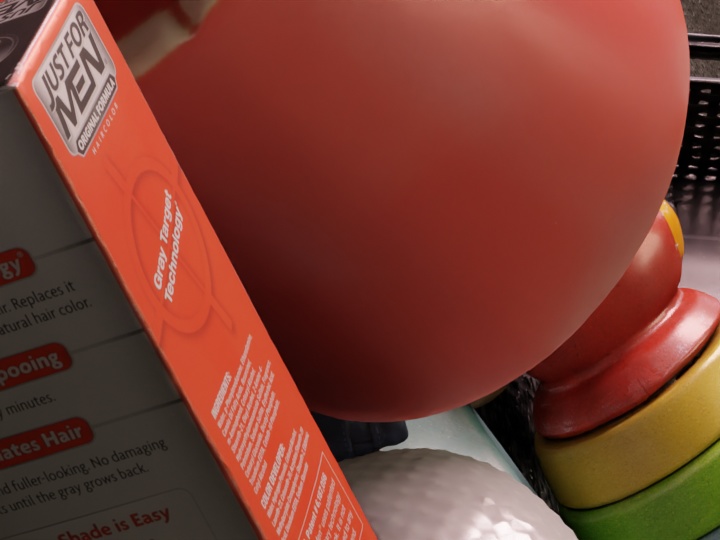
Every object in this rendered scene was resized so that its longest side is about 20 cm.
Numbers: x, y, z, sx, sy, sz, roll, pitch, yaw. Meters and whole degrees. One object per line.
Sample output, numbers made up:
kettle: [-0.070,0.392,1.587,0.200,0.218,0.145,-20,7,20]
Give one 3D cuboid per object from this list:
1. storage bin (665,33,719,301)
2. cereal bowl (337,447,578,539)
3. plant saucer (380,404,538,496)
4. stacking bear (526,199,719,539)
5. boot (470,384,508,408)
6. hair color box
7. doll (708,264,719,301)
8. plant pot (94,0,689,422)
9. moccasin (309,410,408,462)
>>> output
storage bin: [0.153,0.000,1.064,0.094,0.134,0.201,91,4,-50]
cereal bowl: [0.048,0.145,0.746,0.200,0.083,0.202,163,-90,-73]
plant saucer: [0.066,0.115,0.917,0.201,0.036,0.200,54,1,-1]
stacking bear: [0.114,0.053,0.915,0.201,0.113,0.122,55,9,-10]
boot: [0.059,0.018,1.063,0.200,0.073,0.076,-73,148,-64]
hair color box: [-0.073,0.038,0.613,0.061,0.101,0.201,-73,142,-56]
doll: [0.129,0.038,1.165,0.048,0.137,0.200,30,22,-26]
plant pot: [-0.028,-0.075,0.738,0.177,0.199,0.202,31,44,-49]
moccasin: [0.000,0.000,0.887,0.081,0.068,0.201,77,15,-45]
